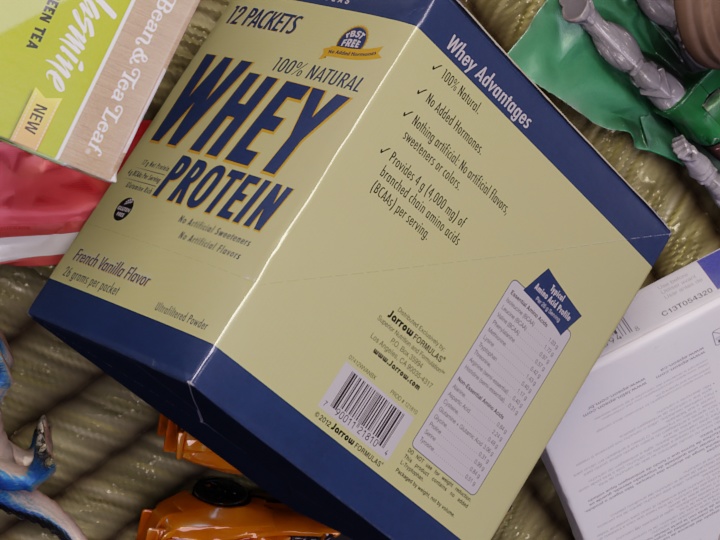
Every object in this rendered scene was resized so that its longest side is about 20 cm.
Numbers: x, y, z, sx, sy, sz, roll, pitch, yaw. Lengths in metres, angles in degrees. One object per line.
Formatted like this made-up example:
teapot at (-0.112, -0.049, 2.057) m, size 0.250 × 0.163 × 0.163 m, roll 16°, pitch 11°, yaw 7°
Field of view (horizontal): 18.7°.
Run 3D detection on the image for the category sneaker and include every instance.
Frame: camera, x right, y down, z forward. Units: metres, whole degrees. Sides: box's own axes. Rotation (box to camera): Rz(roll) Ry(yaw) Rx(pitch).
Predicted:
sneaker at (-0.160, -0.065, 1.011) m, size 0.200 × 0.078 × 0.116 m, roll -17°, pitch 117°, yaw -9°

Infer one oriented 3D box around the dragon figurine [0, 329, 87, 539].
dragon figurine at (-0.204, 0.091, 1.071) m, size 0.099 × 0.059 × 0.200 m, roll -25°, pitch 112°, yaw -2°

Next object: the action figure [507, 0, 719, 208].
action figure at (0.177, -0.087, 1.112) m, size 0.118 × 0.055 × 0.200 m, roll -47°, pitch 120°, yaw 3°

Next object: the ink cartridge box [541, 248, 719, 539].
ink cartridge box at (0.194, 0.078, 1.180) m, size 0.196 × 0.043 × 0.200 m, roll -27°, pitch 132°, yaw -3°

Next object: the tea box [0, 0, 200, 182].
tea box at (-0.171, -0.154, 0.867) m, size 0.197 × 0.200 × 0.134 m, roll 21°, pitch 104°, yaw -22°

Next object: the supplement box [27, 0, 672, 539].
supplement box at (0.000, 0.000, 0.997) m, size 0.200 × 0.134 × 0.200 m, roll 42°, pitch 75°, yaw -38°

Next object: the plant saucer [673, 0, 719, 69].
plant saucer at (0.204, -0.185, 1.008) m, size 0.200 × 0.029 × 0.200 m, roll -40°, pitch 143°, yaw -40°

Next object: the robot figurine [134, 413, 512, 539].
robot figurine at (-0.012, 0.118, 1.137) m, size 0.200 × 0.058 × 0.145 m, roll 5°, pitch 111°, yaw -17°
